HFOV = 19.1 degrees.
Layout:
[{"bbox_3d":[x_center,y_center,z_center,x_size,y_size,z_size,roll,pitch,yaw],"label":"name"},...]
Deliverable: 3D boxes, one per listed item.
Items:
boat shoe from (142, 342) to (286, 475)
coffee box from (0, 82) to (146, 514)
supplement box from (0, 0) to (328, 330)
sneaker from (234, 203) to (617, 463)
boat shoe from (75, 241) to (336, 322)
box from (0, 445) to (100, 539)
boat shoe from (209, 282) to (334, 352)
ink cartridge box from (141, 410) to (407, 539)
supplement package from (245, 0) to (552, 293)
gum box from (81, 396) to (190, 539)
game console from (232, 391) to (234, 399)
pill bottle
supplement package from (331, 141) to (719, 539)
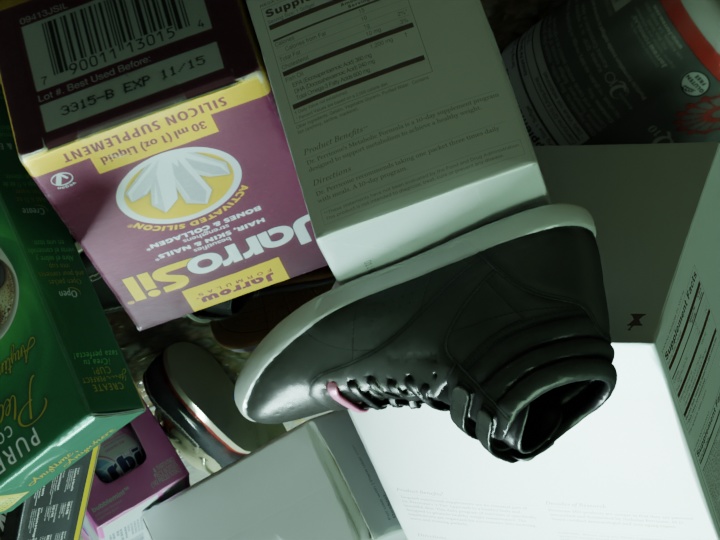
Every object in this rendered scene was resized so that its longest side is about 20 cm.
[{"bbox_3d":[-0.106,0.107,1.467,0.062,0.071,0.200,-21,155,11],"label":"boat shoe"},{"bbox_3d":[-0.199,0.016,1.123,0.123,0.200,0.044,-38,159,32],"label":"coffee box"},{"bbox_3d":[-0.100,-0.070,1.133,0.131,0.103,0.200,-20,151,3],"label":"supplement box"},{"bbox_3d":[0.031,0.053,1.007,0.200,0.099,0.071,-26,152,19],"label":"sneaker"},{"bbox_3d":[-0.096,-0.003,1.285,0.199,0.068,0.072,-15,152,4],"label":"boat shoe"},{"bbox_3d":[-0.217,0.111,1.248,0.049,0.160,0.200,-8,125,-38],"label":"box"},{"bbox_3d":[0.000,0.000,1.336,0.200,0.071,0.069,-29,147,17],"label":"boat shoe"},{"bbox_3d":[-0.014,0.140,1.312,0.144,0.085,0.200,-32,170,29],"label":"ink cartridge box"},{"bbox_3d":[0.017,-0.091,1.061,0.109,0.200,0.114,-19,151,4],"label":"supplement package"},{"bbox_3d":[-0.162,0.117,1.348,0.066,0.114,0.200,-30,166,-13],"label":"gum box"},{"bbox_3d":[0.049,0.063,1.380,0.200,0.119,0.171,-22,126,31],"label":"game console"},{"bbox_3d":[0.138,-0.097,1.203,0.200,0.116,0.116,-37,145,30],"label":"pill bottle"},{"bbox_3d":[0.110,0.052,1.151,0.191,0.147,0.200,1,135,27],"label":"supplement package"}]
